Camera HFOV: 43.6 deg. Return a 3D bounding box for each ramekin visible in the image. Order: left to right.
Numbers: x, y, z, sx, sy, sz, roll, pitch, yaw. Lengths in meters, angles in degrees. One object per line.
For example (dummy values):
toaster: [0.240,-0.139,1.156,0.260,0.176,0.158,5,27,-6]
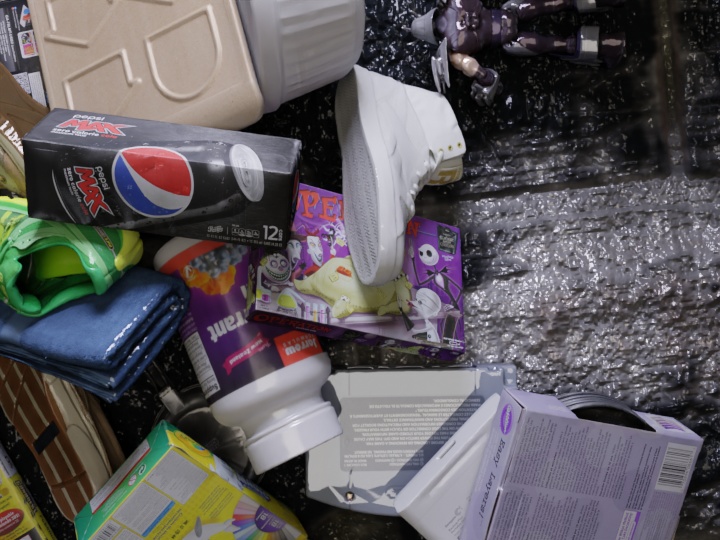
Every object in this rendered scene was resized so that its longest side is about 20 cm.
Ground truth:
ramekin: [-0.063,-0.239,0.733,0.092,0.202,0.207,-14,92,-12]

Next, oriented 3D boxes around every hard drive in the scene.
hard drive: [0.139,0.222,0.804,0.132,0.027,0.200,-45,110,0]

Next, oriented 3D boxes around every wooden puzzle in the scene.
wooden puzzle: [-0.175,-0.185,0.728,0.182,0.046,0.204,-20,83,18]

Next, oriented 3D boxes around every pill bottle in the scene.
pill bottle: [-0.090,0.061,0.763,0.109,0.111,0.204,-24,82,0]

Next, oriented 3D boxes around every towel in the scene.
towel: [-0.237,0.035,0.736,0.196,0.049,0.112,10,47,33]

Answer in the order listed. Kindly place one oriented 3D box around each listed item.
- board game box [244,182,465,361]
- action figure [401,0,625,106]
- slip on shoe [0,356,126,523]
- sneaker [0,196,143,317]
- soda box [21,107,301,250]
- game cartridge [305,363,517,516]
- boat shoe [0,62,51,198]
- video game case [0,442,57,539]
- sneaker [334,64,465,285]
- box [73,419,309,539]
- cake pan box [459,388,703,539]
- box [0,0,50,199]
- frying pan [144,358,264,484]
board game box: [0.000,0.000,0.759,0.196,0.032,0.123,13,59,-26]
action figure: [0.134,-0.214,0.800,0.195,0.069,0.134,0,99,2]
slip on shoe: [-0.265,0.125,0.805,0.076,0.060,0.202,-41,74,26]
sneaker: [-0.270,-0.011,0.705,0.195,0.084,0.075,-4,126,18]
soda box: [-0.145,-0.069,0.673,0.195,0.071,0.065,7,119,0]
game cartridge: [0.046,0.154,0.824,0.195,0.040,0.137,0,89,-2]
boat shoe: [-0.286,-0.103,0.750,0.064,0.072,0.201,-33,103,36]
video game case: [-0.381,0.266,0.821,0.197,0.026,0.183,-30,93,0]
sneaker: [0.044,-0.079,0.760,0.113,0.074,0.204,8,62,-25]
box: [-0.134,0.230,0.784,0.117,0.048,0.200,-46,121,-1]
cake pan box: [0.183,0.207,0.771,0.180,0.052,0.205,10,101,-19]
box: [-0.236,-0.149,0.799,0.194,0.050,0.205,-12,92,-2]
frying pan: [-0.148,0.125,0.823,0.112,0.031,0.194,-16,95,-2]
